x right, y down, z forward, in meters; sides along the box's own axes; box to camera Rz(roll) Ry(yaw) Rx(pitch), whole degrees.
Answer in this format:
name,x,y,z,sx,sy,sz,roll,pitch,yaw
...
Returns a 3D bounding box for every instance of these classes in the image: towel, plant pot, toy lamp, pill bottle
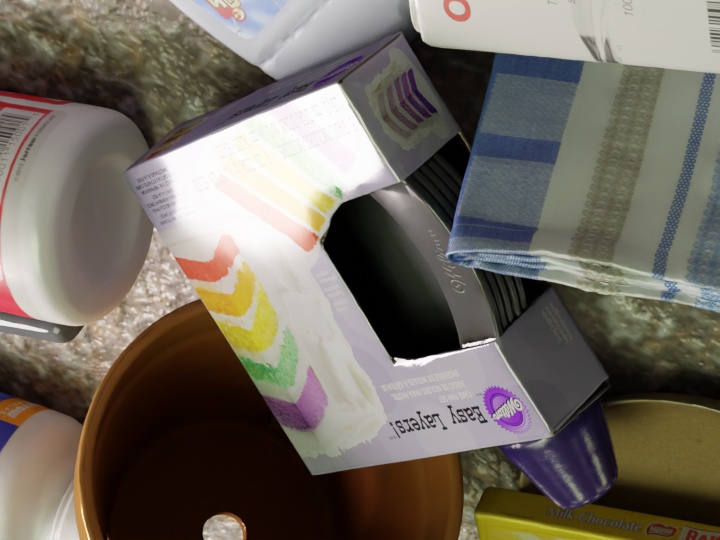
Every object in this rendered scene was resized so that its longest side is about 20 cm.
name,x,y,z,sx,sy,sz,roll,pitch,yaw
towel,0.140,-0.054,0.825,0.199,0.148,0.024,9,160,23
plant pot,-0.060,0.127,1.094,0.200,0.200,0.140,34,154,-2
toy lamp,0.063,0.025,0.989,0.058,0.058,0.201,-19,109,42
pill bottle,-0.229,0.127,1.244,0.199,0.112,0.112,16,136,18
pill bottle,-0.216,-0.042,1.076,0.199,0.112,0.113,11,134,24
plant pot,0.178,0.133,1.062,0.199,0.028,0.201,16,135,17

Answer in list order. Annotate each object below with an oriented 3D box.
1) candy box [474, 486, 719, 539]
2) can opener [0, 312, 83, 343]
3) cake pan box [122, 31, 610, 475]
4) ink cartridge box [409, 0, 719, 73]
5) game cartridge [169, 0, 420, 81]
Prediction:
name,x,y,z,sx,sy,sz,roll,pitch,yaw
candy box,0.160,0.170,1.069,0.199,0.026,0.103,7,129,26
can opener,-0.255,0.014,1.187,0.199,0.067,0.054,10,134,24
cake pan box,0.000,0.000,0.947,0.200,0.052,0.185,-14,113,53
ink cartridge box,0.115,-0.157,0.785,0.199,0.084,0.147,9,133,25
game cartridge,-0.052,-0.166,0.918,0.200,0.042,0.133,42,134,-9
